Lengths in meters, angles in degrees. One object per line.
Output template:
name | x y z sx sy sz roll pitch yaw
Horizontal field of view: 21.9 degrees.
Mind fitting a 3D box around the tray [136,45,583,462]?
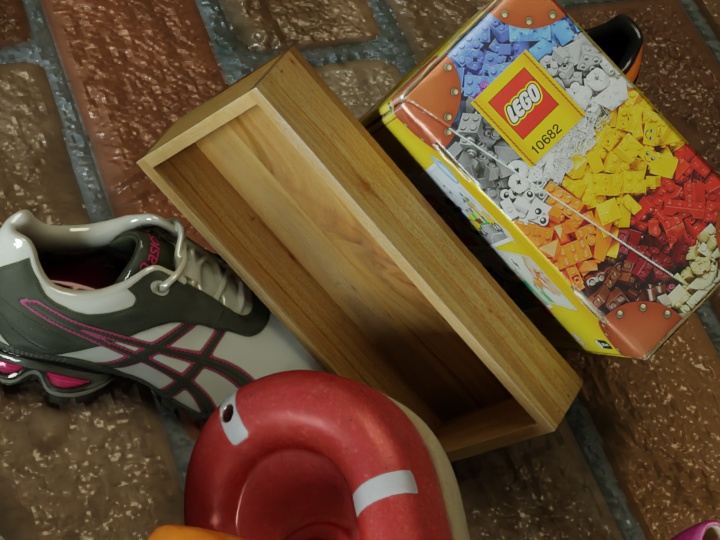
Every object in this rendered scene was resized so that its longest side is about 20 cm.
tray | 0.000 0.000 0.832 0.200 0.099 0.037 48 51 -15

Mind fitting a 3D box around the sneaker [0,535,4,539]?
sneaker | -0.190 0.110 0.770 0.200 0.082 0.075 31 51 11

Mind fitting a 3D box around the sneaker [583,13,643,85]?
sneaker | 0.067 -0.085 0.989 0.200 0.090 0.070 -22 60 -29

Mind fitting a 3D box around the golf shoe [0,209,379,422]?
golf shoe | -0.081 0.021 0.868 0.200 0.088 0.077 5 49 -14

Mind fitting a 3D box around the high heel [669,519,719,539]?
high heel | 0.158 0.206 0.769 0.067 0.096 0.200 2 51 -13

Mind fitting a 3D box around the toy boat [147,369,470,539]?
toy boat | -0.033 0.129 0.745 0.131 0.130 0.200 26 38 -39

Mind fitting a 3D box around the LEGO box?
LEGO box | 0.079 -0.040 0.847 0.077 0.200 0.149 -44 95 -6
